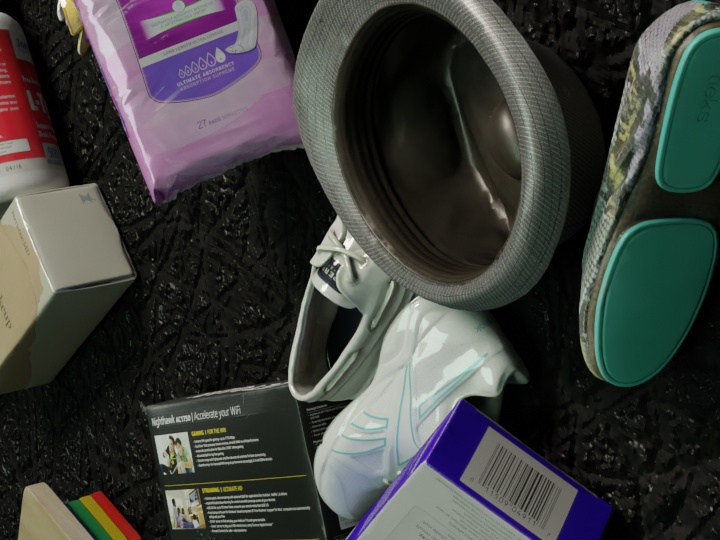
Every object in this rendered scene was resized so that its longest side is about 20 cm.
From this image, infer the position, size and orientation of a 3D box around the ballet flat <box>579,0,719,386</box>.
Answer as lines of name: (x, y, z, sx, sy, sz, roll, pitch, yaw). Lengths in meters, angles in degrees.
ballet flat: (0.149, -0.040, 0.740, 0.072, 0.072, 0.201, 35, 125, 39)

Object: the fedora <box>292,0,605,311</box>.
fedora: (0.059, -0.077, 0.805, 0.200, 0.090, 0.177, 49, 133, 30)

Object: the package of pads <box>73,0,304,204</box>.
package of pads: (-0.112, -0.154, 0.946, 0.076, 0.120, 0.201, -177, 65, -83)

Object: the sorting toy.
sorting toy: (-0.215, 0.308, 1.257, 0.200, 0.069, 0.199, 38, 127, 38)

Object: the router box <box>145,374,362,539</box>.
router box: (-0.071, 0.157, 1.056, 0.200, 0.051, 0.150, -13, 88, 51)

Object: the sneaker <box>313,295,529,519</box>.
sneaker: (0.033, 0.098, 0.903, 0.080, 0.070, 0.201, 47, 133, 22)

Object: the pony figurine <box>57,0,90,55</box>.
pony figurine: (-0.202, -0.276, 1.039, 0.193, 0.166, 0.200, 39, 112, 26)

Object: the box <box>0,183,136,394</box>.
box: (-0.271, 0.020, 1.239, 0.200, 0.078, 0.095, -46, 64, 46)

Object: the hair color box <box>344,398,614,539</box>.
hair color box: (0.048, 0.177, 0.876, 0.109, 0.065, 0.200, 36, 131, 2)

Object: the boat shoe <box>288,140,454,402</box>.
boat shoe: (0.000, 0.000, 0.917, 0.072, 0.066, 0.200, 48, 133, 31)

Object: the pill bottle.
pill bottle: (-0.320, -0.142, 1.227, 0.112, 0.112, 0.201, -25, 80, 50)
